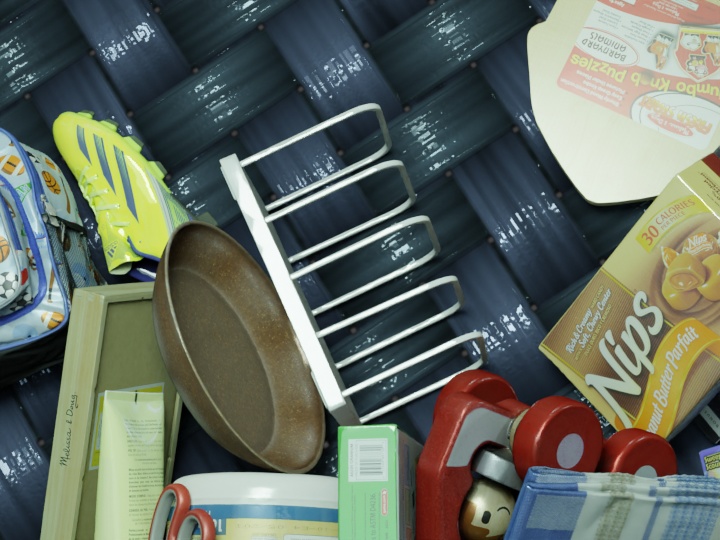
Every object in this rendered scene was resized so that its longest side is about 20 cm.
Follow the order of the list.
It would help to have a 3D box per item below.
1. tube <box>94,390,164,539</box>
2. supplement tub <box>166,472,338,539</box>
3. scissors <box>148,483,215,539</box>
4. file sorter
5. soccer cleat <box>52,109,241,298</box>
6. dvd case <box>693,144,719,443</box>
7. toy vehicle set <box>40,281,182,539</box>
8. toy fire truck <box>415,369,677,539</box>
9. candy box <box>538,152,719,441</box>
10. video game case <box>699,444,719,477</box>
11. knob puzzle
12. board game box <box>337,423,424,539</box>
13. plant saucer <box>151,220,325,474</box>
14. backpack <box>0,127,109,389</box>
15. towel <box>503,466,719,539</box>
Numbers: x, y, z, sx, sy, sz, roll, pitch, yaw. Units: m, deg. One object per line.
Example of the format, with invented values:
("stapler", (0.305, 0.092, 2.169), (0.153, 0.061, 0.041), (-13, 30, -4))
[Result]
("tube", (-0.165, 0.186, 1.344), (0.052, 0.058, 0.200), (3, 87, -16))
("supplement tub", (-0.069, 0.249, 1.343), (0.144, 0.145, 0.200), (-1, 78, 9))
("scissors", (-0.137, 0.249, 1.304), (0.073, 0.014, 0.200), (18, 98, 51))
("file sorter", (0.000, 0.000, 1.388), (0.124, 0.139, 0.200), (-24, 76, 1))
("soccer cleat", (-0.179, -0.044, 1.458), (0.084, 0.065, 0.200), (-42, 77, -14))
("dvd case", (0.261, 0.013, 1.334), (0.016, 0.200, 0.149), (-24, 70, -43))
("toy vehicle set", (-0.175, 0.110, 1.374), (0.026, 0.124, 0.200), (12, 96, 26))
("toy fire truck", (0.115, 0.169, 1.311), (0.112, 0.200, 0.168), (16, 84, 51))
("candy box", (0.222, 0.028, 1.324), (0.115, 0.200, 0.055), (47, 45, 15))
("video game case", (0.335, 0.186, 1.279), (0.200, 0.045, 0.182), (-27, 71, 49))
("knob puzzle", (0.217, -0.138, 1.433), (0.219, 0.030, 0.220), (-2, 78, 8))
("board game box", (0.022, 0.194, 1.311), (0.040, 0.200, 0.153), (-2, 78, 10))
("plant saucer", (-0.094, 0.061, 1.364), (0.037, 0.200, 0.201), (-27, 75, 19))
("backpack", (-0.299, -0.012, 1.439), (0.200, 0.154, 0.191), (-20, 66, 8))
("towel", (0.185, 0.195, 1.277), (0.200, 0.024, 0.147), (4, 121, -17))
